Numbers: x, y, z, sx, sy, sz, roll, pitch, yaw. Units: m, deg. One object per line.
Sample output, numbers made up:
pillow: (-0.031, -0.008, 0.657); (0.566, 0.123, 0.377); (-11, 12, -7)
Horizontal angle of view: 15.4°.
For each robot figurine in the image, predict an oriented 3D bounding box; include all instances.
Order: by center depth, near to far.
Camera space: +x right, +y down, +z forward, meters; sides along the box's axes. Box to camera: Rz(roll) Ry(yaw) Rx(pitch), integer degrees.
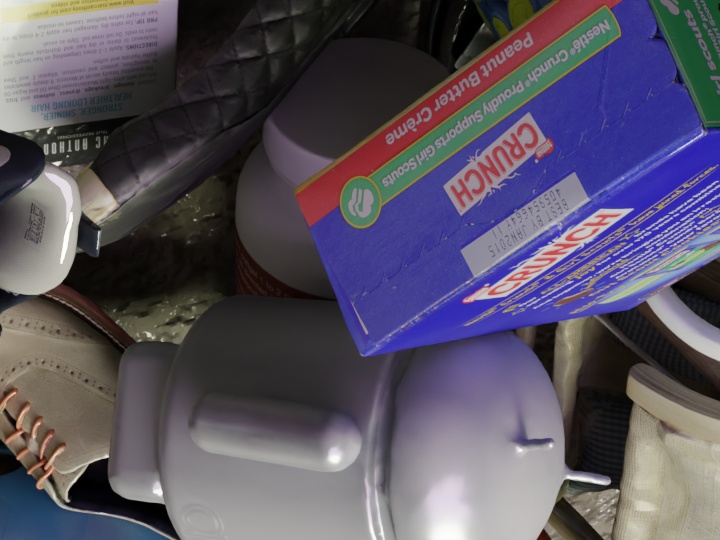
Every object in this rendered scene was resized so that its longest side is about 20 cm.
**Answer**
robot figurine: (-0.003, 0.069, 1.086); (0.200, 0.113, 0.170); (4, 178, 26)

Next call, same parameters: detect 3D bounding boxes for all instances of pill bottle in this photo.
pill bottle: (0.000, 0.000, 1.185); (0.112, 0.112, 0.200); (-11, 136, -12)

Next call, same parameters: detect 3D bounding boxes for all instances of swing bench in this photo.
swing bench: (0.156, 0.080, 1.261); (0.130, 0.200, 0.199); (-9, 135, -13)

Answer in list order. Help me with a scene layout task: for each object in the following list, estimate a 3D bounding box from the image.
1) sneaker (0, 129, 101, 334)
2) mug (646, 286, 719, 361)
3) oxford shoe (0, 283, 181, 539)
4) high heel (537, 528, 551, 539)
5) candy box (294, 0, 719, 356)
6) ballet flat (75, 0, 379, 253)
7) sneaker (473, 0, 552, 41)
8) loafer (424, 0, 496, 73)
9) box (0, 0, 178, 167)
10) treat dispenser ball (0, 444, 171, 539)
sneaker: (-0.154, -0.040, 1.007); (0.129, 0.199, 0.080); (9, 131, 5)
mug: (0.205, -0.043, 1.140); (0.200, 0.175, 0.148); (-36, 164, 1)
oxford shoe: (-0.132, 0.059, 1.171); (0.200, 0.074, 0.071); (23, 134, 0)
high heel: (0.032, 0.127, 1.260); (0.096, 0.200, 0.067); (-36, 117, 6)
candy box: (0.100, -0.044, 1.013); (0.169, 0.077, 0.200); (-33, 166, 32)
ballet flat: (-0.056, -0.084, 1.082); (0.200, 0.057, 0.066); (-47, 179, -14)
sneaker: (0.084, -0.117, 1.029); (0.083, 0.071, 0.200); (-33, 163, 4)
loafer: (0.084, -0.129, 1.129); (0.072, 0.063, 0.200); (4, 130, -28)
box: (-0.116, -0.131, 1.058); (0.082, 0.049, 0.200); (-8, 135, -14)
treat dispenser ball: (-0.157, 0.181, 1.234); (0.201, 0.201, 0.201); (-11, 135, -11)
